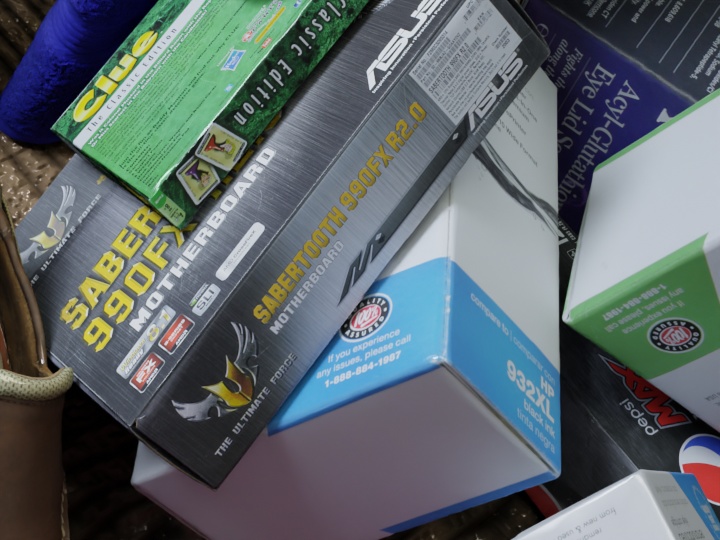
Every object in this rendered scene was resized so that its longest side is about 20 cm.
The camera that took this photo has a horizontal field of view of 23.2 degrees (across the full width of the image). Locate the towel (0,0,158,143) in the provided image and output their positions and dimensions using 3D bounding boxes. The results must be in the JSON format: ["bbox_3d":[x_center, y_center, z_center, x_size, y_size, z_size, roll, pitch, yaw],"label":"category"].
[{"bbox_3d":[-0.079,-0.146,0.755,0.049,0.200,0.148,35,51,-8],"label":"towel"}]

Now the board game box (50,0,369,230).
[{"bbox_3d":[-0.029,-0.111,0.657,0.023,0.201,0.105,43,-6,-36],"label":"board game box"}]

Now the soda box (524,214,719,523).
[{"bbox_3d":[0.110,0.075,0.742,0.063,0.071,0.201,-23,65,-37],"label":"soda box"}]

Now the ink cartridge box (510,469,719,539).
[{"bbox_3d":[0.127,0.175,0.614,0.202,0.067,0.116,64,15,14],"label":"ink cartridge box"}]

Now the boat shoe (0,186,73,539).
[{"bbox_3d":[-0.135,0.054,0.612,0.074,0.074,0.205,-9,78,-50],"label":"boat shoe"}]

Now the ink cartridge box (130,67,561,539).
[{"bbox_3d":[0.000,0.000,0.697,0.084,0.144,0.202,42,38,-35],"label":"ink cartridge box"}]

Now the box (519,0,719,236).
[{"bbox_3d":[0.150,-0.048,0.807,0.199,0.149,0.104,34,48,7],"label":"box"}]

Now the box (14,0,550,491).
[{"bbox_3d":[-0.043,-0.037,0.662,0.048,0.201,0.158,42,-7,-36],"label":"box"}]

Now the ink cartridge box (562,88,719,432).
[{"bbox_3d":[0.201,0.014,0.672,0.199,0.146,0.085,34,50,-22],"label":"ink cartridge box"}]
